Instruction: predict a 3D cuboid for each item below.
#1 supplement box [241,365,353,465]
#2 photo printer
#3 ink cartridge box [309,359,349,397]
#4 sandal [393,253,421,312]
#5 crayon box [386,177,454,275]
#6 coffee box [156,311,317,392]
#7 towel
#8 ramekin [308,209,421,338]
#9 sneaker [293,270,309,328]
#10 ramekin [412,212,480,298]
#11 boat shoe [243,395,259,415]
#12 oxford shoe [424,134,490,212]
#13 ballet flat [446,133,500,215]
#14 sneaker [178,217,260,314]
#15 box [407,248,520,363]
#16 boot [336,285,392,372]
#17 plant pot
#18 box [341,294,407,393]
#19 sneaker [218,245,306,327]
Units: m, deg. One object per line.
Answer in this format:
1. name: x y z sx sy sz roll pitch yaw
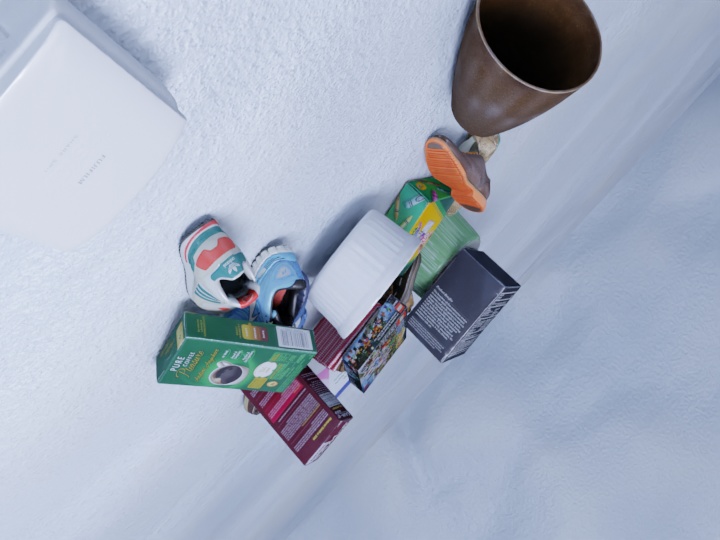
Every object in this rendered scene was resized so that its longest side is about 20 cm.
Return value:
1. supplement box: -0.119 0.226 1.273 0.109 0.200 0.061 -49 162 14
2. photo printer: -0.228 -0.101 0.547 0.167 0.069 0.200 -47 162 1
3. ink cartridge box: -0.069 0.218 1.507 0.197 0.043 0.199 -48 136 3
4. sandal: 0.081 0.051 1.460 0.054 0.082 0.204 14 103 -34
5. crayon box: 0.083 -0.073 1.330 0.118 0.058 0.202 -20 149 -54
6. coffee box: -0.171 0.117 1.005 0.196 0.045 0.123 9 140 -31
7. towel: -0.037 0.105 1.308 0.145 0.022 0.199 -52 -163 -8
8. ramekin: 0.000 0.000 1.157 0.202 0.097 0.200 -52 180 0
9. sneaker: -0.122 0.064 1.143 0.082 0.073 0.202 -39 163 -49
10. ramekin: 0.164 -0.033 1.530 0.199 0.098 0.201 -41 161 -17
11. boat shoe: -0.157 0.215 1.372 0.072 0.072 0.202 -15 144 -57
12. oxford shoe: 0.171 -0.182 1.250 0.200 0.070 0.074 44 67 -50
13. ballet flat: 0.185 -0.186 1.343 0.064 0.071 0.202 1 133 -30
14. sneaker: -0.168 0.023 0.905 0.070 0.093 0.201 -38 160 -20
15. box: 0.212 0.068 1.493 0.199 0.123 0.199 -50 164 13
16. boot: -0.002 0.104 1.420 0.203 0.074 0.107 -61 -172 -7
17. plant pot: 0.207 -0.281 1.024 0.186 0.188 0.200 -37 175 -24
18. box: 0.029 0.135 1.284 0.137 0.037 0.201 -51 165 -13
19. sneaker: -0.142 0.065 1.042 0.077 0.090 0.202 -2 132 -48
